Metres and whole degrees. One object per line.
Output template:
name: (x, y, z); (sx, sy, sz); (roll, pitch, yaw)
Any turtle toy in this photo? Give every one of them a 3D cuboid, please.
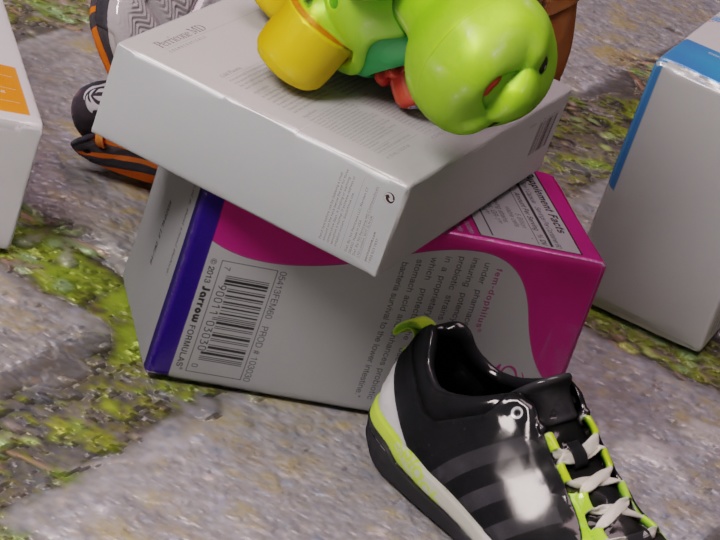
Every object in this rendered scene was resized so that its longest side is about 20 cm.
turtle toy: (0.032, -0.128, 1.255); (0.101, 0.146, 0.200); (34, 19, -21)

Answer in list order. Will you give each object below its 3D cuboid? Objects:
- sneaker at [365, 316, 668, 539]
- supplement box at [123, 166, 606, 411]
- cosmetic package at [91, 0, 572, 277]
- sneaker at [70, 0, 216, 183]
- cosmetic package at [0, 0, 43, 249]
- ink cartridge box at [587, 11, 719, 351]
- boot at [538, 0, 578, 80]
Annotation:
sneaker: (0.078, 0.088, 1.246); (0.200, 0.083, 0.072); (35, 29, 30)
supplement box: (0.000, 0.000, 1.351); (0.200, 0.101, 0.103); (12, 25, -18)
cosmetic package: (-0.009, -0.075, 1.316); (0.151, 0.052, 0.200); (29, 26, 15)
sneaker: (-0.109, -0.086, 1.422); (0.112, 0.078, 0.200); (10, -25, 30)
cosmetic package: (-0.226, -0.094, 1.417); (0.101, 0.071, 0.200); (9, 26, -21)
ink cartridge box: (0.203, -0.061, 1.577); (0.085, 0.145, 0.200); (25, 25, 13)
boot: (0.047, -0.140, 1.614); (0.074, 0.155, 0.200); (36, 29, 32)
